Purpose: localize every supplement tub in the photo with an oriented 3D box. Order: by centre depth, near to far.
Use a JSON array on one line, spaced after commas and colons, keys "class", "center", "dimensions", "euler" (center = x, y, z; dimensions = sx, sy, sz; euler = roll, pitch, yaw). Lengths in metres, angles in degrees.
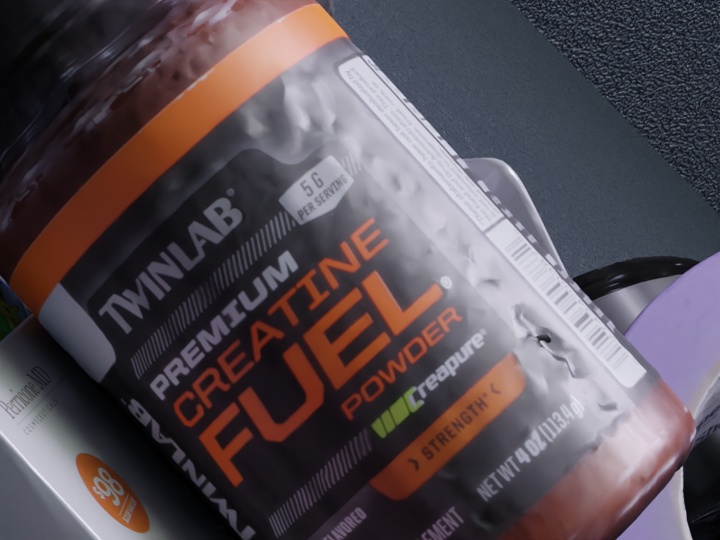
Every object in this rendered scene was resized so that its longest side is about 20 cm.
[{"class": "supplement tub", "center": [-0.019, 0.002, 0.688], "dimensions": [0.200, 0.107, 0.107], "euler": [47, 10, 4]}]

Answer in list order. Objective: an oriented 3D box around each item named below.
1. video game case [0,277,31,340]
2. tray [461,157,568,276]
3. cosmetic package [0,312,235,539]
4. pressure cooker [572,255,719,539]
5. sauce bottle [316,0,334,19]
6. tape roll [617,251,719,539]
[{"class": "video game case", "center": [-0.101, 0.054, 0.791], "dimensions": [0.182, 0.022, 0.200], "euler": [40, 13, -42]}, {"class": "tray", "center": [-0.013, 0.023, 0.804], "dimensions": [0.200, 0.022, 0.108], "euler": [-3, -58, 46]}, {"class": "cosmetic package", "center": [-0.048, 0.078, 0.725], "dimensions": [0.151, 0.052, 0.200], "euler": [46, 10, -4]}, {"class": "pressure cooker", "center": [0.131, 0.119, 1.111], "dimensions": [0.175, 0.179, 0.200], "euler": [10, 37, -45]}, {"class": "sauce bottle", "center": [0.000, 0.000, 0.842], "dimensions": [0.065, 0.064, 0.201], "euler": [-110, 178, -62]}, {"class": "tape roll", "center": [0.168, 0.091, 0.956], "dimensions": [0.200, 0.200, 0.085], "euler": [53, -18, 19]}]
